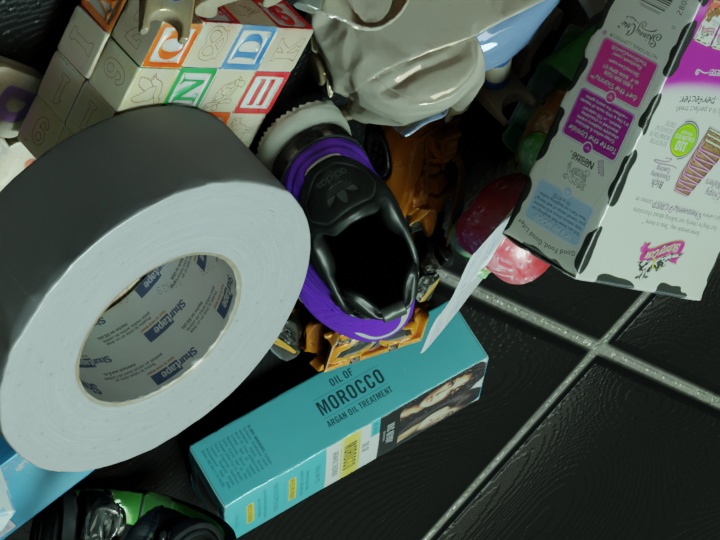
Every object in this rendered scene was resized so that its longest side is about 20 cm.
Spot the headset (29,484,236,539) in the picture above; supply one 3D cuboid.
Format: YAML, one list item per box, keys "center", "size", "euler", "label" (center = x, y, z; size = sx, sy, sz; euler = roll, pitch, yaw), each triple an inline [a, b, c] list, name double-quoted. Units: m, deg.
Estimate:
- center: [-0.141, 0.157, 1.505]
  size: [0.200, 0.123, 0.095]
  euler: [-53, 156, -77]
  label: "headset"

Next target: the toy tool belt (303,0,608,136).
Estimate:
- center: [0.061, -0.145, 1.415]
  size: [0.199, 0.125, 0.123]
  euler: [-29, 169, -14]
  label: "toy tool belt"

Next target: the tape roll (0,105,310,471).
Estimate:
- center: [-0.124, 0.012, 1.326]
  size: [0.200, 0.066, 0.201]
  euler: [-31, 148, -22]
  label: "tape roll"

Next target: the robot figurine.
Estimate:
- center: [0.003, -0.016, 1.529]
  size: [0.144, 0.058, 0.201]
  euler: [-18, 139, -22]
  label: "robot figurine"

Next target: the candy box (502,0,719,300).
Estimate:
- center: [0.175, -0.089, 1.387]
  size: [0.136, 0.061, 0.201]
  euler: [10, 107, -51]
  label: "candy box"

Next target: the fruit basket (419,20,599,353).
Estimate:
- center: [0.103, -0.054, 1.495]
  size: [0.200, 0.094, 0.185]
  euler: [-45, 172, -18]
  label: "fruit basket"

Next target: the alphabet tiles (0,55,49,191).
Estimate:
- center: [-0.253, -0.037, 1.325]
  size: [0.195, 0.015, 0.200]
  euler: [19, 115, -50]
  label: "alphabet tiles"

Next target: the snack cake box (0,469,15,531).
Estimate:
- center: [-0.301, 0.112, 1.345]
  size: [0.199, 0.116, 0.067]
  euler: [-11, 158, -33]
  label: "snack cake box"

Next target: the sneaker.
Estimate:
- center: [-0.001, 0.000, 1.411]
  size: [0.069, 0.100, 0.200]
  euler: [-32, 145, -5]
  label: "sneaker"

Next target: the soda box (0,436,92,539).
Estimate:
- center: [-0.168, 0.071, 1.466]
  size: [0.200, 0.068, 0.064]
  euler: [-37, 146, -3]
  label: "soda box"

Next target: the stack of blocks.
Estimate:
- center: [-0.123, -0.068, 1.352]
  size: [0.115, 0.059, 0.201]
  euler: [-4, 132, -48]
  label: "stack of blocks"

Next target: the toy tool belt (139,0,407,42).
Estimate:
- center: [-0.077, -0.174, 1.203]
  size: [0.199, 0.123, 0.126]
  euler: [17, 76, -20]
  label: "toy tool belt"

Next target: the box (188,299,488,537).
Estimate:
- center: [-0.014, 0.099, 1.626]
  size: [0.199, 0.049, 0.082]
  euler: [-29, 161, -13]
  label: "box"
